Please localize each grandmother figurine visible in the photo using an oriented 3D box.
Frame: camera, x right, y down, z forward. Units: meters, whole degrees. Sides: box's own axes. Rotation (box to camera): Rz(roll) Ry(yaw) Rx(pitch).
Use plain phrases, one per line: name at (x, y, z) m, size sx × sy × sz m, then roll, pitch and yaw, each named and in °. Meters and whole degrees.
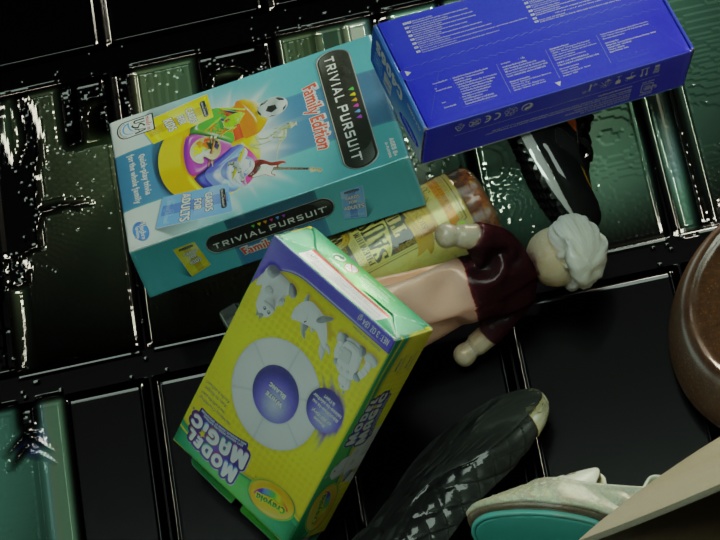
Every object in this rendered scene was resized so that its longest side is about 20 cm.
grandmother figurine at (0.071, 0.010, 1.666) m, size 0.200 × 0.121 × 0.061 m, roll -19°, pitch 53°, yaw -6°

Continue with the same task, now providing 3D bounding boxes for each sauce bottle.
sauce bottle at (0.000, 0.000, 1.709) m, size 0.200 × 0.066 × 0.066 m, roll -29°, pitch 63°, yaw -7°

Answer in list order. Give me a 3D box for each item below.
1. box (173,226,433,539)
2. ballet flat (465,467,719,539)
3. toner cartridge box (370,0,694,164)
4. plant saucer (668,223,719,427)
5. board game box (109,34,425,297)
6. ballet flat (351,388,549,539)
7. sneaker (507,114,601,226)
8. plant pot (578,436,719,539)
box at (-0.046, 0.085, 1.626) m, size 0.117 × 0.048 × 0.200 m, roll 40°, pitch 121°, yaw 24°
ballet flat at (0.169, 0.159, 1.614) m, size 0.200 × 0.068 × 0.062 m, roll 7°, pitch 46°, yaw 6°
toner cartridge box at (0.116, -0.146, 1.698) m, size 0.200 × 0.043 × 0.095 m, roll -17°, pitch 60°, yaw -14°
plant saucer at (0.291, 0.018, 1.635) m, size 0.200 × 0.034 × 0.201 m, roll -15°, pitch 53°, yaw 21°
board game box at (-0.068, -0.075, 1.733) m, size 0.200 × 0.047 × 0.151 m, roll -19°, pitch 40°, yaw 3°
ballet flat at (0.055, 0.155, 1.642) m, size 0.200 × 0.057 × 0.066 m, roll -47°, pitch 24°, yaw -14°
sneaker at (0.140, -0.120, 1.740) m, size 0.090 × 0.070 × 0.200 m, roll -24°, pitch 62°, yaw -1°
plant pot at (0.288, 0.163, 1.491) m, size 0.200 × 0.200 × 0.177 m, roll 50°, pitch 54°, yaw -6°
